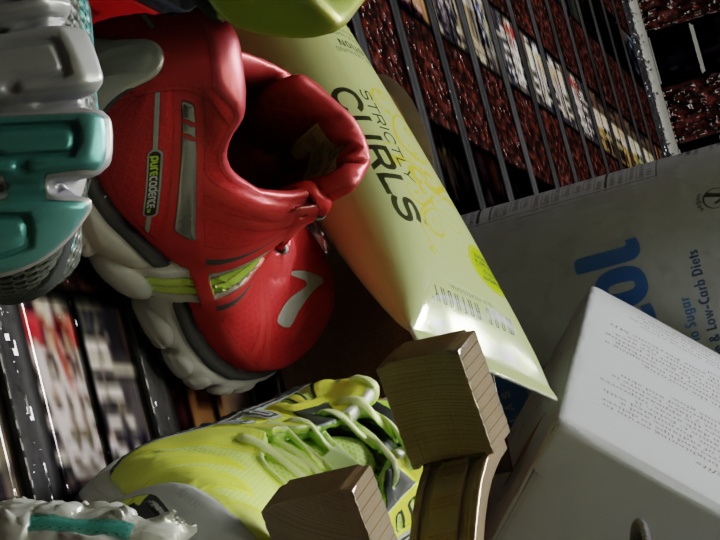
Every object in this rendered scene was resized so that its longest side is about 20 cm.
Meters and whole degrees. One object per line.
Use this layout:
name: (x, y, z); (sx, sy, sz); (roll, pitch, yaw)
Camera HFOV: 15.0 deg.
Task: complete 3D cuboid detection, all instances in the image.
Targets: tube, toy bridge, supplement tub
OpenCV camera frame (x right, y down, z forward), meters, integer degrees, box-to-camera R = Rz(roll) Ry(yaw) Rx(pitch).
tube: (0.001, -0.034, 0.931); (0.052, 0.058, 0.200); (97, -29, -45)
toy bridge: (0.001, 0.081, 0.654); (0.067, 0.027, 0.200); (70, 23, -14)
supplement tub: (0.108, 0.026, 1.155); (0.132, 0.199, 0.133); (-16, 90, -79)

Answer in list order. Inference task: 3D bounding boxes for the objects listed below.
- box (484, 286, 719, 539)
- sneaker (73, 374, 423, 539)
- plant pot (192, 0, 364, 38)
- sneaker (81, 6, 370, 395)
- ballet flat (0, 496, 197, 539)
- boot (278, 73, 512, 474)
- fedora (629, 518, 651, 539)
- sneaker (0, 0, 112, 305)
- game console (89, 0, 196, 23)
box: (0.089, 0.115, 1.000); (0.106, 0.153, 0.200); (29, 16, 1)
sneaker: (-0.021, 0.060, 0.748); (0.075, 0.076, 0.200); (44, 4, 4)
plant pot: (-0.003, -0.188, 0.754); (0.199, 0.181, 0.200); (48, 21, -9)
sneaker: (-0.034, -0.019, 0.820); (0.200, 0.085, 0.077); (48, 29, -66)
ballet flat: (-0.036, 0.133, 0.659); (0.072, 0.071, 0.200); (-91, 163, -52)
boot: (0.000, 0.000, 0.988); (0.200, 0.075, 0.074); (-102, 178, -49)
fedora: (0.025, 0.154, 0.787); (0.200, 0.090, 0.178); (78, 26, -65)
sneaker: (-0.102, -0.081, 0.660); (0.091, 0.077, 0.201); (89, -7, -71)
game console: (-0.108, -0.172, 0.831); (0.177, 0.031, 0.201); (20, 54, -69)
